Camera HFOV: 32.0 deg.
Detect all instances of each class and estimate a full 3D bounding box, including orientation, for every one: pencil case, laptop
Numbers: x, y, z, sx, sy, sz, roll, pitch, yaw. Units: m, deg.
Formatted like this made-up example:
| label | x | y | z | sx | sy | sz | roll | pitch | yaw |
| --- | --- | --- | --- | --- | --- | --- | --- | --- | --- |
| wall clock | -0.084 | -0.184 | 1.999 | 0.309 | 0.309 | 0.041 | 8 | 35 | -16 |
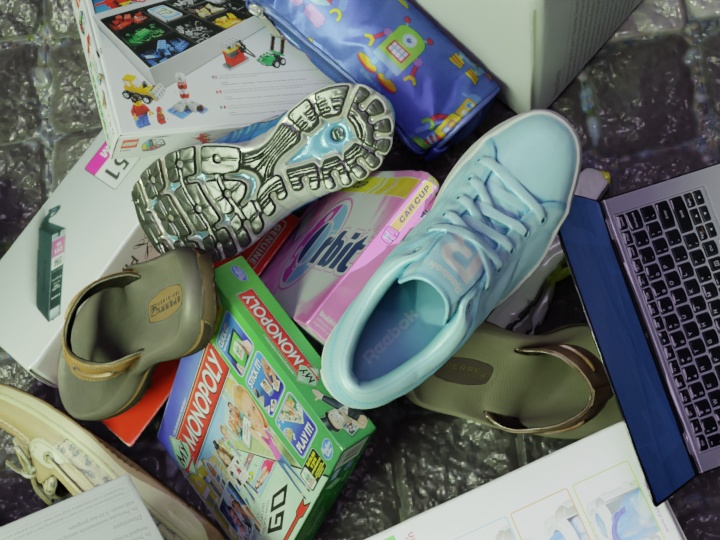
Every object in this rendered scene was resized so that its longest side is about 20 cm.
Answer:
| label | x | y | z | sx | sy | sz | roll | pitch | yaw |
| --- | --- | --- | --- | --- | --- | --- | --- | --- | --- |
| pencil case | 0.003 | -0.161 | 0.881 | 0.200 | 0.078 | 0.087 | 42 | 71 | -1 |
| laptop | 0.216 | 0.025 | 0.772 | 0.197 | 0.116 | 0.190 | -17 | 81 | -11 |

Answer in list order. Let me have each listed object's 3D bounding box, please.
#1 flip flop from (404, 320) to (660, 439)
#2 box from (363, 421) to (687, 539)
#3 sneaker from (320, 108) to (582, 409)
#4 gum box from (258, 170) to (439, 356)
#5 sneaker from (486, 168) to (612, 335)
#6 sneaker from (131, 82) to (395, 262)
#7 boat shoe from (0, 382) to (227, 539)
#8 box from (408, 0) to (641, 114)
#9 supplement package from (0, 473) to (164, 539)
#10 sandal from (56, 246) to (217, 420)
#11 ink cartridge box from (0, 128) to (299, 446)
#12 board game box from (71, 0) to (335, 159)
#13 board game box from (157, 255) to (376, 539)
| label | x | y | z | sx | sy | sz | roll | pitch | yaw |
| --- | --- | --- | --- | --- | --- | --- | --- | --- | --- |
| flip flop | 0.115 | 0.071 | 0.792 | 0.058 | 0.198 | 0.082 | 36 | 111 | 57 |
| box | 0.095 | 0.186 | 0.778 | 0.198 | 0.113 | 0.102 | -25 | 73 | 2 |
| sneaker | 0.055 | -0.003 | 0.669 | 0.074 | 0.082 | 0.201 | 37 | 89 | -3 |
| gum box | 0.000 | 0.000 | 0.803 | 0.066 | 0.200 | 0.114 | 40 | 83 | -16 |
| sneaker | 0.093 | 0.001 | 0.864 | 0.084 | 0.075 | 0.201 | 31 | 72 | 22 |
| sneaker | -0.060 | -0.064 | 0.842 | 0.198 | 0.090 | 0.079 | -20 | 96 | 17 |
| boat shoe | -0.185 | 0.148 | 0.856 | 0.199 | 0.073 | 0.063 | 32 | 78 | 16 |
| box | 0.099 | -0.252 | 0.864 | 0.198 | 0.200 | 0.172 | 40 | 81 | 17 |
| supplement package | -0.146 | 0.244 | 0.728 | 0.109 | 0.114 | 0.201 | -19 | 64 | -34 |
| sandal | -0.151 | 0.040 | 0.771 | 0.054 | 0.199 | 0.083 | 0 | 74 | -35 |
| ink cartridge box | -0.165 | -0.004 | 0.889 | 0.173 | 0.044 | 0.201 | 31 | 80 | 36 |
| board game box | -0.096 | -0.152 | 0.902 | 0.198 | 0.035 | 0.128 | -8 | 69 | -26 |
| board game box | -0.067 | 0.102 | 0.792 | 0.029 | 0.201 | 0.135 | -28 | 67 | -33 |
